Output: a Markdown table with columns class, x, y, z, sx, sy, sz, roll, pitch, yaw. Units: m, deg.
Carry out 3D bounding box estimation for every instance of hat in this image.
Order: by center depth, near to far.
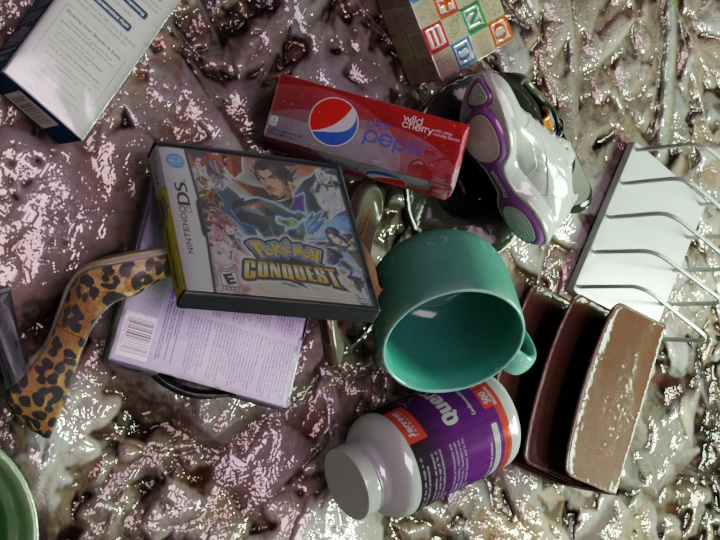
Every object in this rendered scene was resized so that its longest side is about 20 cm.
| class | x | y | z | sx | sy | sz | roll | pitch | yaw |
| --- | --- | --- | --- | --- | --- | --- | --- | --- | --- |
| hat | 0.107 | -0.114 | 1.722 | 0.199 | 0.081 | 0.203 | -5 | 101 | -30 |

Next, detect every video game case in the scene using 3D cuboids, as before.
| class | x | y | z | sx | sy | sz | roll | pitch | yaw |
| --- | --- | --- | --- | --- | --- | --- | --- | --- | --- |
| video game case | -0.091 | -0.037 | 1.508 | 0.198 | 0.026 | 0.182 | 6 | 50 | -27 |

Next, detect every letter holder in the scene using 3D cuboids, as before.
| class | x | y | z | sx | sy | sz | roll | pitch | yaw |
| --- | --- | --- | --- | --- | --- | --- | --- | --- | --- |
| letter holder | 0.233 | 0.128 | 1.796 | 0.141 | 0.100 | 0.202 | 25 | 78 | -29 |

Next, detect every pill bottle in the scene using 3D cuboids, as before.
| class | x | y | z | sx | sy | sz | roll | pitch | yaw |
| --- | --- | --- | --- | --- | --- | --- | --- | --- | --- |
| pill bottle | 0.064 | 0.185 | 1.676 | 0.199 | 0.112 | 0.114 | -21 | 102 | -32 |

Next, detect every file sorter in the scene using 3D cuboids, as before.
| class | x | y | z | sx | sy | sz | roll | pitch | yaw |
| --- | --- | --- | --- | --- | --- | --- | --- | --- | --- |
| file sorter | 0.359 | -0.031 | 1.868 | 0.138 | 0.124 | 0.201 | 34 | 72 | -28 |

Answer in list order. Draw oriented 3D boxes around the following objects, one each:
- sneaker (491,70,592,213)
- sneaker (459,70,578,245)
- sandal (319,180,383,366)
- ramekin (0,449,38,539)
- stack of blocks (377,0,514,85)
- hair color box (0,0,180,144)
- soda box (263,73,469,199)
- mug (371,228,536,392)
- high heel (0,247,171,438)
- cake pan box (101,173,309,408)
| class | x | y | z | sx | sy | sz | roll | pitch | yaw |
| --- | --- | --- | --- | --- | --- | --- | --- | --- | --- |
| sneaker | 0.199 | -0.139 | 1.789 | 0.200 | 0.079 | 0.074 | 49 | 63 | -25 |
| sneaker | 0.167 | -0.129 | 1.674 | 0.100 | 0.075 | 0.201 | -42 | 123 | -27 |
| sandal | 0.000 | 0.000 | 1.597 | 0.082 | 0.054 | 0.201 | 73 | 29 | -51 |
| ramekin | -0.386 | 0.230 | 1.382 | 0.198 | 0.097 | 0.203 | 0 | 90 | -34 |
| stack of blocks | 0.073 | -0.314 | 1.716 | 0.115 | 0.058 | 0.202 | -32 | 107 | -30 |
| hair color box | -0.251 | -0.227 | 1.496 | 0.100 | 0.060 | 0.201 | 42 | 69 | -27 |
| soda box | 0.005 | -0.133 | 1.612 | 0.198 | 0.063 | 0.071 | 16 | 80 | -1 |
| mug | 0.088 | 0.042 | 1.659 | 0.151 | 0.115 | 0.186 | -20 | 137 | 4 |
| high heel | -0.235 | 0.063 | 1.475 | 0.198 | 0.071 | 0.144 | -17 | 95 | -3 |
| cake pan box | -0.138 | 0.023 | 1.552 | 0.182 | 0.052 | 0.202 | 15 | 80 | -15 |
